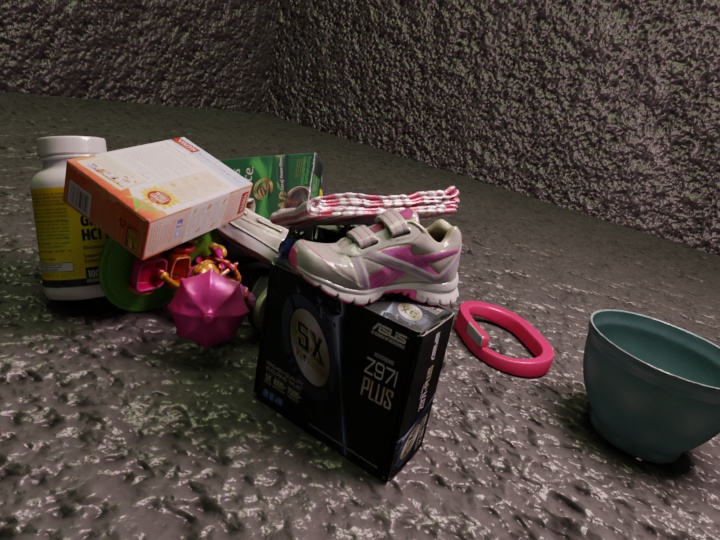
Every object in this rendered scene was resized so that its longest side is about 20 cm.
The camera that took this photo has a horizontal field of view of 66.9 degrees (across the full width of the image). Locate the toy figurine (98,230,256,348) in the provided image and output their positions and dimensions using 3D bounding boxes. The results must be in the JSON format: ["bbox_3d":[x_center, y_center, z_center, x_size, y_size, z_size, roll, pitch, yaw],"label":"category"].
[{"bbox_3d":[-0.209,0.024,0.720,0.181,0.155,0.197,31,21,30],"label":"toy figurine"}]

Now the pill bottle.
[{"bbox_3d":[-0.378,-0.071,0.736,0.108,0.209,0.113,-3,9,0],"label":"pill bottle"}]

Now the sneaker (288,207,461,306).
[{"bbox_3d":[0.021,-0.022,0.550,0.193,0.091,0.081,2,21,-29],"label":"sneaker"}]

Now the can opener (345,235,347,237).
[{"bbox_3d":[0.009,0.053,0.673,0.052,0.208,0.066,14,21,30],"label":"can opener"}]

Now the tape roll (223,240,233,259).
[{"bbox_3d":[-0.299,-0.098,1.067,0.192,0.088,0.201,12,19,-4],"label":"tape roll"}]

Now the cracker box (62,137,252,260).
[{"bbox_3d":[-0.249,-0.100,0.695,0.132,0.059,0.199,33,31,12],"label":"cracker box"}]

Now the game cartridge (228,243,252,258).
[{"bbox_3d":[-0.125,-0.038,0.947,0.193,0.043,0.132,0,-5,-22],"label":"game cartridge"}]

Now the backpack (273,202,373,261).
[{"bbox_3d":[-0.014,0.023,0.753,0.192,0.188,0.136,11,36,3],"label":"backpack"}]

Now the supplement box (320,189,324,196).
[{"bbox_3d":[-0.150,-0.111,1.025,0.105,0.114,0.199,-6,-8,19],"label":"supplement box"}]

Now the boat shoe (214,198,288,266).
[{"bbox_3d":[-0.186,-0.081,0.823,0.196,0.071,0.071,30,-13,10],"label":"boat shoe"}]

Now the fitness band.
[{"bbox_3d":[0.237,0.111,0.912,0.138,0.039,0.201,10,21,-16],"label":"fitness band"}]

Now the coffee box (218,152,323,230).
[{"bbox_3d":[-0.161,-0.122,0.888,0.192,0.128,0.044,1,-17,20],"label":"coffee box"}]

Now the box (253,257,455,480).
[{"bbox_3d":[-0.014,0.094,0.599,0.195,0.170,0.085,24,22,28],"label":"box"}]

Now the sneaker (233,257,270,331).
[{"bbox_3d":[-0.159,0.036,0.834,0.102,0.078,0.201,3,18,8],"label":"sneaker"}]

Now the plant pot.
[{"bbox_3d":[0.379,0.158,0.714,0.192,0.139,0.201,11,20,-4],"label":"plant pot"}]

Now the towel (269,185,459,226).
[{"bbox_3d":[0.001,-0.073,0.638,0.193,0.031,0.145,-5,1,-26],"label":"towel"}]

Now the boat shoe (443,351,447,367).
[{"bbox_3d":[0.092,0.091,0.840,0.069,0.074,0.202,20,27,-9],"label":"boat shoe"}]
